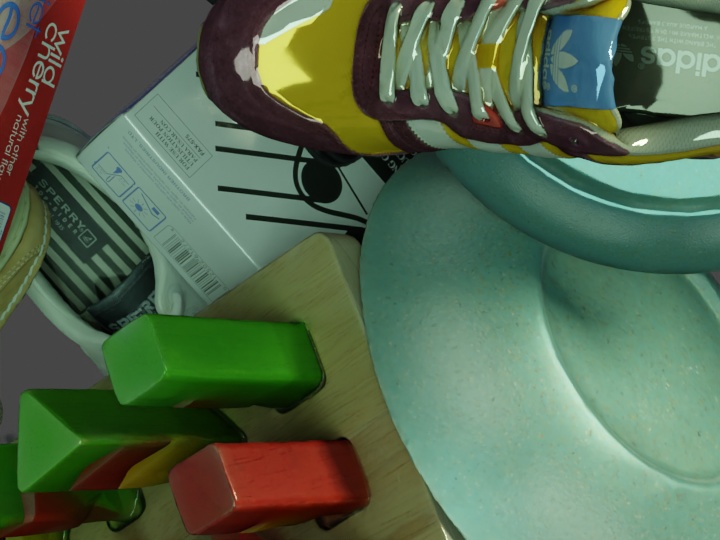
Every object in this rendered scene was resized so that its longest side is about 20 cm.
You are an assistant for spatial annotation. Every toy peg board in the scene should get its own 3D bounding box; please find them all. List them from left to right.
[{"bbox_3d":[-0.066,0.119,0.879,0.200,0.098,0.200,-34,68,33],"label":"toy peg board"}]

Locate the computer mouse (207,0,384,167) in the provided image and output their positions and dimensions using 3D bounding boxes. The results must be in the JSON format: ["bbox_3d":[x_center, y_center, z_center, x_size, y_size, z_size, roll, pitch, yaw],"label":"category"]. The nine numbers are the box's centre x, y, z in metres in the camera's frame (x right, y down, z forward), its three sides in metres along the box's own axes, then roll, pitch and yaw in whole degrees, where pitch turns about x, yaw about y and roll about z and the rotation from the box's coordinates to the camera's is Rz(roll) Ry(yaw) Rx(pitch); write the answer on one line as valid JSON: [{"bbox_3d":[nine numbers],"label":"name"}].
[{"bbox_3d":[0.021,-0.132,0.916,0.046,0.200,0.141,0,133,40],"label":"computer mouse"}]

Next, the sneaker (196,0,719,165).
[{"bbox_3d":[0.047,-0.069,0.810,0.199,0.090,0.076,-2,97,3],"label":"sneaker"}]

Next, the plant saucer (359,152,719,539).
[{"bbox_3d":[0.088,0.034,0.916,0.201,0.201,0.039,49,127,-6],"label":"plant saucer"}]

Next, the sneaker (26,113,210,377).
[{"bbox_3d":[-0.072,0.025,0.983,0.200,0.071,0.073,42,99,-5],"label":"sneaker"}]

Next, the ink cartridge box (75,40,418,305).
[{"bbox_3d":[0.000,0.000,0.965,0.200,0.044,0.094,49,54,-6],"label":"ink cartridge box"}]

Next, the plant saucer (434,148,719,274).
[{"bbox_3d":[0.103,-0.097,0.862,0.199,0.027,0.202,0,98,3],"label":"plant saucer"}]

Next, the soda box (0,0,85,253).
[{"bbox_3d":[-0.132,-0.104,0.886,0.070,0.063,0.201,14,82,35],"label":"soda box"}]

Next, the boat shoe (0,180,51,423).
[{"bbox_3d":[-0.160,0.034,0.973,0.076,0.072,0.200,29,133,-26],"label":"boat shoe"}]
